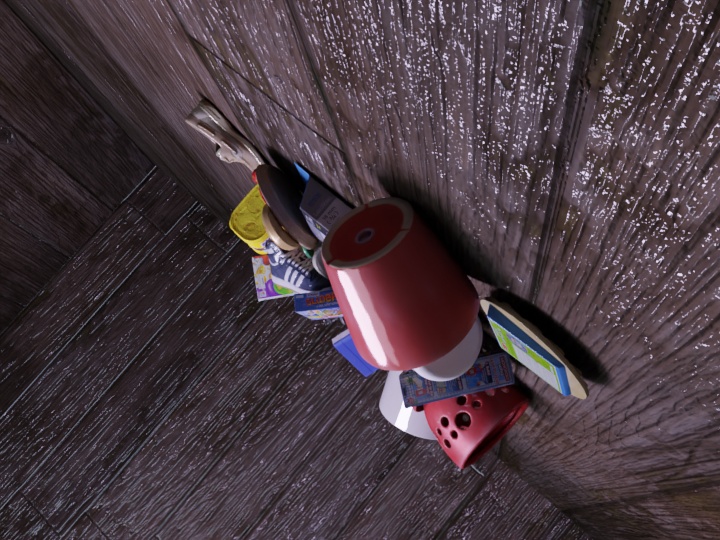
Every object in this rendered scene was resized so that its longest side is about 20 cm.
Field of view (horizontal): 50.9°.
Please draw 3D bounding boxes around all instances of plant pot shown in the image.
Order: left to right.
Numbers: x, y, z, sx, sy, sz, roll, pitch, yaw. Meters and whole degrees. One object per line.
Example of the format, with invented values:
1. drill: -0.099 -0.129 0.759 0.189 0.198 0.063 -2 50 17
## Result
1. plant pot: 0.044 0.010 1.059 0.200 0.200 0.178 30 158 52
2. plant pot: 0.222 0.274 1.566 0.183 0.200 0.201 48 175 23

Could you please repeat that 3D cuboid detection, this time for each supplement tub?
1. supplement tub: 0.107 0.099 1.326 0.145 0.145 0.200 44 171 -23

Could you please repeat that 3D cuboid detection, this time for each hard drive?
1. hard drive: 0.058 0.130 1.552 0.132 0.199 0.026 47 -165 -39

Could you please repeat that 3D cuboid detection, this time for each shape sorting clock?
1. shape sorting clock: 0.248 0.108 1.080 0.200 0.039 0.200 41 174 6

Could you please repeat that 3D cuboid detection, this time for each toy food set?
1. toy food set: -0.144 -0.116 1.466 0.201 0.048 0.198 63 -165 22

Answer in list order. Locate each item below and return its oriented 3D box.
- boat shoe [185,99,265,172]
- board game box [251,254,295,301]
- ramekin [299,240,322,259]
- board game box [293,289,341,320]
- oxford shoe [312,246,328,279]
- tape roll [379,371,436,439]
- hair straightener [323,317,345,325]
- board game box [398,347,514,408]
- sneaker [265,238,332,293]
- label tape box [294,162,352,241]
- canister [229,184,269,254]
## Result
1. boat shoe: -0.267 -0.252 1.528 0.200 0.065 0.072 46 171 -28
2. board game box: -0.156 0.006 1.817 0.105 0.197 0.104 154 106 -81
3. ramekin: -0.064 -0.026 1.644 0.200 0.098 0.201 40 171 7
4. board game box: -0.045 0.065 1.458 0.200 0.133 0.035 60 -156 -81
5. oxford shoe: 0.000 0.000 1.464 0.198 0.076 0.058 22 171 -26
6. tape roll: 0.156 0.284 1.788 0.200 0.141 0.203 14 -162 -5
7. hair straightener: -0.052 0.088 1.675 0.200 0.076 0.041 -143 30 -77
8. board game box: 0.183 0.192 1.405 0.200 0.197 0.063 -4 -97 -79
9. sneaker: -0.119 -0.016 1.520 0.199 0.070 0.110 13 123 42
10. label tape box: -0.055 -0.091 1.377 0.199 0.063 0.144 39 172 16
11. canister: -0.207 -0.116 1.678 0.086 0.149 0.200 40 174 5
